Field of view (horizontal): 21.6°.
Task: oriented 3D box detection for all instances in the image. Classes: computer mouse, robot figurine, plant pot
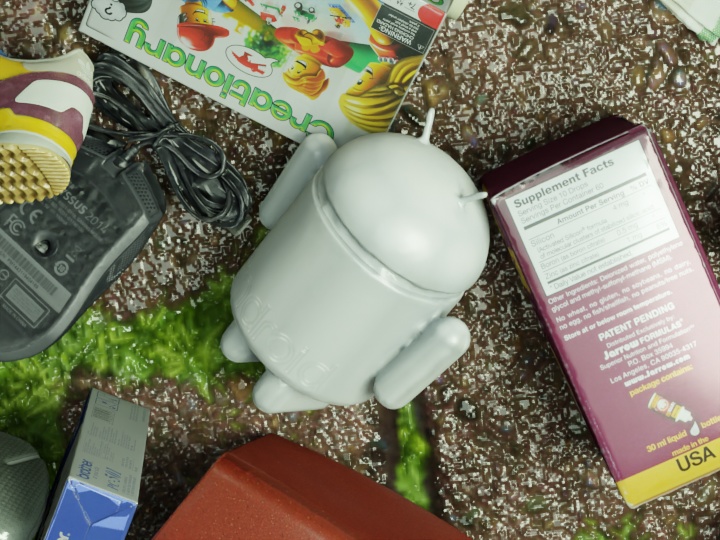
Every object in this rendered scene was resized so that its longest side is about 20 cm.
[{"bbox_3d":[-0.173,-0.023,1.171,0.200,0.053,0.139,-43,86,-2],"label":"computer mouse"},{"bbox_3d":[0.000,0.000,1.121,0.200,0.112,0.170,-50,65,27],"label":"robot figurine"},{"bbox_3d":[-0.045,0.210,1.140,0.176,0.200,0.200,41,97,8],"label":"plant pot"}]

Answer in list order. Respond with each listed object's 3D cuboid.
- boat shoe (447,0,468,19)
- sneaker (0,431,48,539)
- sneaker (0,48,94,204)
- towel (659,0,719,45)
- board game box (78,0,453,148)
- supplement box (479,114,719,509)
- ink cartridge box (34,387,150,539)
[{"bbox_3d":[0.074,-0.252,1.119,0.063,0.074,0.203,26,103,-10],"label":"boat shoe"},{"bbox_3d":[-0.238,0.132,1.136,0.070,0.200,0.081,1,108,-28],"label":"sneaker"},{"bbox_3d":[-0.249,-0.091,1.151,0.198,0.075,0.091,2,59,24],"label":"sneaker"},{"bbox_3d":[0.187,-0.245,1.104,0.199,0.031,0.150,34,95,-28],"label":"towel"},{"bbox_3d":[-0.058,-0.155,1.131,0.199,0.035,0.127,26,126,-2],"label":"board game box"},{"bbox_3d":[0.157,0.020,1.128,0.102,0.131,0.202,-24,96,5],"label":"supplement box"},{"bbox_3d":[-0.163,0.142,1.117,0.044,0.200,0.095,21,98,-8],"label":"ink cartridge box"}]
